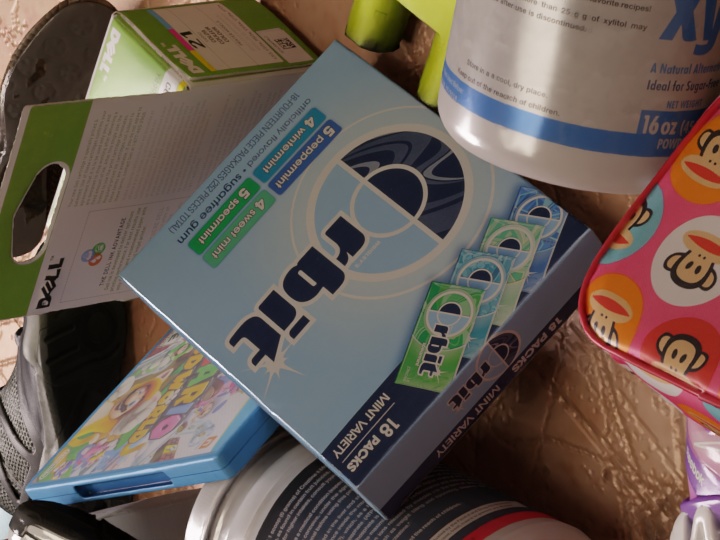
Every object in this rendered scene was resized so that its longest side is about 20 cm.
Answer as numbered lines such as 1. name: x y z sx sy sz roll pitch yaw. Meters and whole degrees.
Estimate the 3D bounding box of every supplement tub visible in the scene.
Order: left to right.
1. supplement tub: 0.019 0.164 1.351 0.200 0.140 0.141 24 116 43
2. supplement tub: 0.113 -0.146 1.181 0.132 0.132 0.200 31 120 41

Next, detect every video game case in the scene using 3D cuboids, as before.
1. video game case: -0.087 0.068 1.450 0.200 0.143 0.018 -14 119 53

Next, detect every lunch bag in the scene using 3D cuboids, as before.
1. lunch bag: 0.206 0.001 1.111 0.200 0.082 0.176 34 88 43

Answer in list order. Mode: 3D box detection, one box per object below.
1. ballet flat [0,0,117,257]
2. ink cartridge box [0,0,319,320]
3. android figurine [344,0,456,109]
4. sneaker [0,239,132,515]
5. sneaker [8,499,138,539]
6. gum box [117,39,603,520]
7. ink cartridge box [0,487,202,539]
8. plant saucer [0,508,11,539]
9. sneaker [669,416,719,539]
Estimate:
1. ballet flat: -0.191 -0.092 1.603 0.046 0.067 0.200 -98 25 -47
2. ink cartridge box: -0.132 -0.060 1.427 0.076 0.200 0.148 45 129 33
3. android figurine: 0.050 -0.184 1.317 0.182 0.041 0.200 44 130 33
4. sneaker: -0.198 0.068 1.625 0.114 0.076 0.200 14 114 40
5. sneaker: -0.127 0.218 1.450 0.115 0.200 0.076 -54 10 3
6. gum box: 0.000 0.000 1.336 0.170 0.045 0.200 -47 54 -4
7. ink cartridge box: -0.145 0.218 1.503 0.050 0.200 0.163 -9 92 49
8. plant saucer: -0.281 0.225 1.702 0.201 0.201 0.039 -5 131 49
9. sneaker: 0.211 0.079 1.167 0.200 0.080 0.089 -11 82 50
